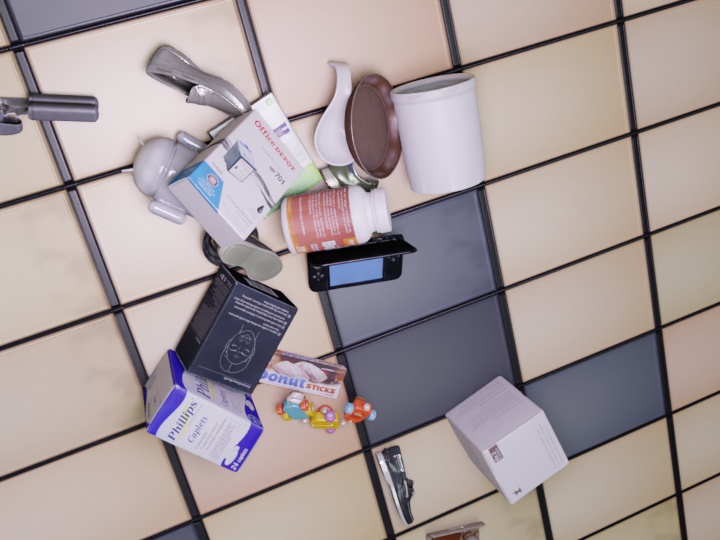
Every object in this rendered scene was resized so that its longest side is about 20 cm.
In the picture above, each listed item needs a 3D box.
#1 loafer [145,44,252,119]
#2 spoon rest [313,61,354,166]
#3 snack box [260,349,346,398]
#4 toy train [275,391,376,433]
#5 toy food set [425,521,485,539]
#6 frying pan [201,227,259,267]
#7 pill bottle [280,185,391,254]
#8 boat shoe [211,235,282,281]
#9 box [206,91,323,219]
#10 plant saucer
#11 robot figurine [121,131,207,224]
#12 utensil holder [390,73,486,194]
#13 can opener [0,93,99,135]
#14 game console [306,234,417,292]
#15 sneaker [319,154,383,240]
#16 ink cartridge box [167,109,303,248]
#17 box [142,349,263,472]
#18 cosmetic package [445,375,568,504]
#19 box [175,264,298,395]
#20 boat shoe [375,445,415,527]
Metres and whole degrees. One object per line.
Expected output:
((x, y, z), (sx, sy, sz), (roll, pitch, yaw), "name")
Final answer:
((-0.292, -0.326, 1.377), (0.199, 0.070, 0.070), (30, 65, -10), "loafer")
((-0.041, -0.303, 1.467), (0.099, 0.061, 0.201), (-1, 94, -17), "spoon rest")
((-0.131, 0.216, 1.612), (0.199, 0.024, 0.072), (16, 100, -22), "snack box")
((-0.075, 0.283, 1.606), (0.199, 0.056, 0.150), (19, 139, -21), "toy train")
((0.236, 0.712, 1.849), (0.143, 0.060, 0.201), (-7, 106, -17), "toy food set")
((-0.246, -0.092, 1.464), (0.114, 0.031, 0.191), (-2, 120, -29), "frying pan")
((-0.045, -0.100, 1.453), (0.199, 0.112, 0.113), (-9, 108, 7), "pill bottle")
((-0.214, -0.035, 1.458), (0.072, 0.061, 0.201), (-40, 154, 6), "boat shoe")
((-0.182, -0.221, 1.473), (0.144, 0.036, 0.201), (-34, 111, -7), "box")
((0.023, -0.277, 1.476), (0.200, 0.034, 0.202), (-4, 95, -59), "plant saucer")
((-0.328, -0.170, 1.393), (0.199, 0.113, 0.170), (25, 66, -23), "robot figurine")
((0.157, -0.270, 1.504), (0.169, 0.170, 0.201), (-17, 112, -14), "utensil holder")
((-0.562, -0.272, 1.331), (0.199, 0.054, 0.067), (-1, 137, -19), "can opener")
((0.000, 0.000, 1.506), (0.199, 0.117, 0.176), (-8, 136, -9), "game console")
((0.007, -0.147, 1.537), (0.090, 0.067, 0.201), (-37, 110, 0), "sneaker")
((-0.216, -0.163, 1.346), (0.147, 0.086, 0.200), (50, 56, -22), "ink cartridge box")
((-0.309, 0.269, 1.480), (0.199, 0.184, 0.105), (32, 94, -24), "box")
((0.327, 0.377, 1.714), (0.165, 0.200, 0.165), (-34, 113, -7), "cosmetic package")
((-0.243, 0.117, 1.492), (0.148, 0.107, 0.201), (27, 94, -32), "box")
((0.094, 0.492, 1.735), (0.060, 0.076, 0.201), (-22, 111, -6), "boat shoe")
